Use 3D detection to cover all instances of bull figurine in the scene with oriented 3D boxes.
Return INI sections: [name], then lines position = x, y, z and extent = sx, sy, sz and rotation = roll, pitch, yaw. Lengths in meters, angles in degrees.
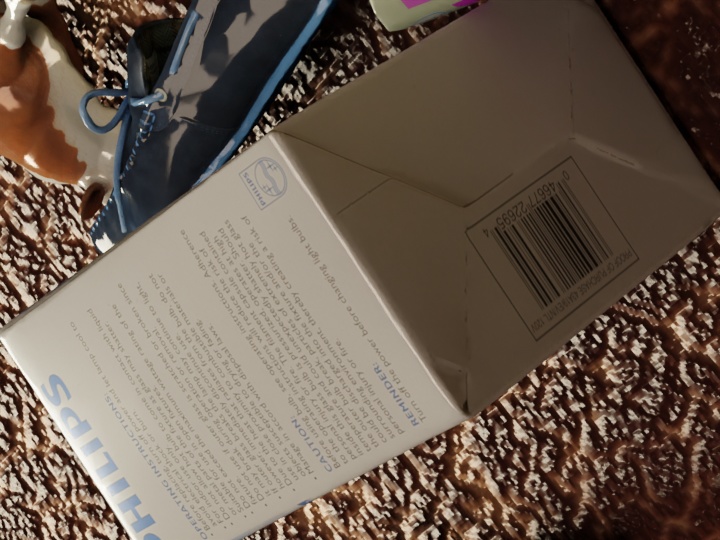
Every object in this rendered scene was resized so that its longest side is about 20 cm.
[bull figurine]
position = -0.175, -0.107, 1.076
extent = 0.199, 0.065, 0.122
rotation = 25, 134, 19

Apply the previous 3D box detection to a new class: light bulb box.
[light bulb box]
position = 0.000, 0.000, 0.915
extent = 0.200, 0.198, 0.125
rotation = -33, 91, 46

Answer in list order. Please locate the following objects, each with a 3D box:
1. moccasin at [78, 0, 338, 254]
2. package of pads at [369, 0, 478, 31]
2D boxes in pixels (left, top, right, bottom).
[moccasin]
position = -0.070, -0.088, 1.007
extent = 0.068, 0.081, 0.200
rotation = 35, 118, -3
[package of pads]
position = 0.043, -0.205, 0.836
extent = 0.154, 0.068, 0.201
rotation = -18, 102, 33
